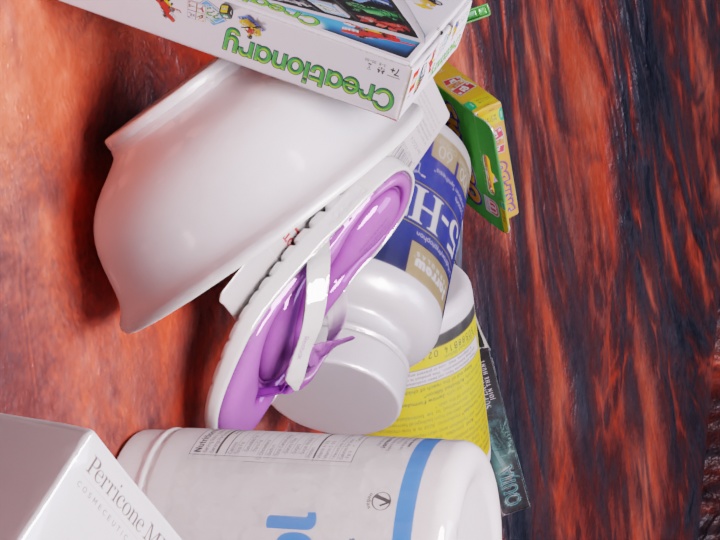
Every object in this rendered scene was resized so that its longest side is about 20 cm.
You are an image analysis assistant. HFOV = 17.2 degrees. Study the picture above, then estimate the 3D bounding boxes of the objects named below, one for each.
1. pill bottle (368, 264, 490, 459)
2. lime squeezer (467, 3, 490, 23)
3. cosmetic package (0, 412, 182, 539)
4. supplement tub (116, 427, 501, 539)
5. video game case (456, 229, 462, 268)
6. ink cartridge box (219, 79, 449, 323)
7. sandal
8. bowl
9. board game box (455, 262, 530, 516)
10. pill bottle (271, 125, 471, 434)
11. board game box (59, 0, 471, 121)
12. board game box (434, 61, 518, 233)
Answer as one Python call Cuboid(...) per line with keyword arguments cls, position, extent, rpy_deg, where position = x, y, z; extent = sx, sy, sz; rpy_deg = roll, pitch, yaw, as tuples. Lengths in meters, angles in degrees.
Cuboid(cls="pill bottle", position=(0.034, 0.099, 1.690), extent=(0.111, 0.111, 0.200), rpy_deg=(-62, 148, -57))
Cuboid(cls="lime squeezer", position=(0.023, -0.156, 1.581), extent=(0.038, 0.071, 0.200), rpy_deg=(55, 24, 3))
Cuboid(cls="cosmetic package", position=(-0.161, 0.168, 0.987), extent=(0.200, 0.071, 0.101), rpy_deg=(-60, 136, -28))
Cuboid(cls="supplement tub", position=(-0.031, 0.155, 1.322), extent=(0.132, 0.200, 0.132), rpy_deg=(0, 90, -73))
Cuboid(cls="video game case", position=(0.048, 0.049, 1.885), extent=(0.182, 0.023, 0.201), rpy_deg=(10, 82, -73))
Cuboid(cls="ink cartridge box", position=(-0.037, -0.054, 1.448), extent=(0.200, 0.067, 0.117), rpy_deg=(-56, 153, -13))
Cuboid(cls="sandal", position=(-0.024, 0.022, 1.409), extent=(0.203, 0.050, 0.082), rpy_deg=(-57, 153, -6))
Cuboid(cls="bowl", position=(-0.072, -0.061, 1.267), extent=(0.090, 0.201, 0.201), rpy_deg=(53, 25, -7))
Cuboid(cls="board game box", position=(0.085, 0.078, 1.834), extent=(0.200, 0.028, 0.135), rpy_deg=(73, -1, -46))
Cuboid(cls="pill bottle", position=(0.000, 0.000, 1.555), extent=(0.120, 0.119, 0.200), rpy_deg=(69, 27, -52))
Cuboid(cls="board game box", position=(-0.052, -0.143, 1.239), extent=(0.126, 0.200, 0.035), rpy_deg=(-53, 161, -62))
Cuboid(cls="board game box", position=(0.050, -0.109, 1.653), extent=(0.200, 0.030, 0.096), rpy_deg=(46, -24, 47))
